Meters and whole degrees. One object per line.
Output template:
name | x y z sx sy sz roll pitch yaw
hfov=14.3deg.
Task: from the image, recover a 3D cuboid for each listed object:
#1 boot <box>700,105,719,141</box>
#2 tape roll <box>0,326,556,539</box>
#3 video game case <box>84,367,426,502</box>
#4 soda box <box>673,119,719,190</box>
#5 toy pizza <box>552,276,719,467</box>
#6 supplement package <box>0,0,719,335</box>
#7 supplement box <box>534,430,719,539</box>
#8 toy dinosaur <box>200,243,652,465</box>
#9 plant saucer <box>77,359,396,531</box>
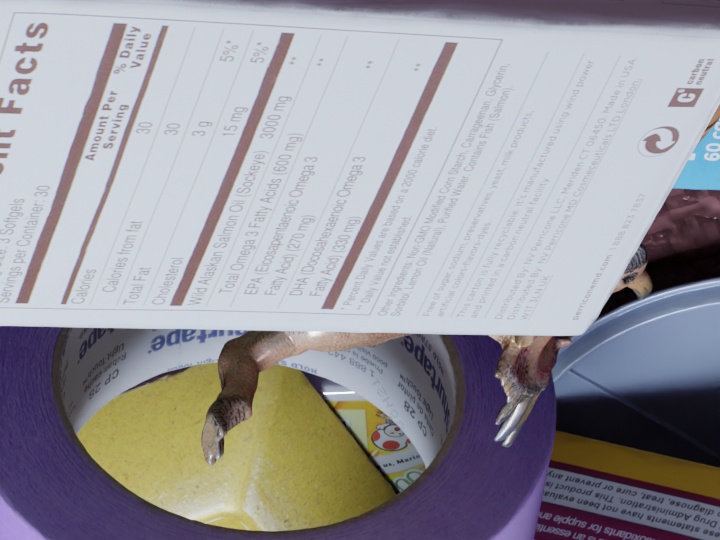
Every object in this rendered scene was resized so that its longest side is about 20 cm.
boot | 0.033 -0.116 0.844 0.199 0.074 0.155 31 142 8
tape roll | -0.036 0.057 0.967 0.199 0.201 0.066 4 134 -4
video game case | -0.070 0.104 1.138 0.199 0.023 0.183 -1 134 3
soda box | 0.110 -0.119 0.891 0.067 0.064 0.201 3 135 -2
toy pizza | 0.150 0.069 1.095 0.199 0.032 0.201 1 133 1
supplement package | -0.026 -0.064 0.716 0.199 0.117 0.118 2 139 -22
supplement box | 0.067 0.165 1.005 0.130 0.200 0.103 13 141 31
toy dinosaur | 0.000 0.000 0.926 0.135 0.200 0.086 0 108 -23
plant saucer | -0.072 0.136 1.121 0.199 0.049 0.200 -21 130 20
